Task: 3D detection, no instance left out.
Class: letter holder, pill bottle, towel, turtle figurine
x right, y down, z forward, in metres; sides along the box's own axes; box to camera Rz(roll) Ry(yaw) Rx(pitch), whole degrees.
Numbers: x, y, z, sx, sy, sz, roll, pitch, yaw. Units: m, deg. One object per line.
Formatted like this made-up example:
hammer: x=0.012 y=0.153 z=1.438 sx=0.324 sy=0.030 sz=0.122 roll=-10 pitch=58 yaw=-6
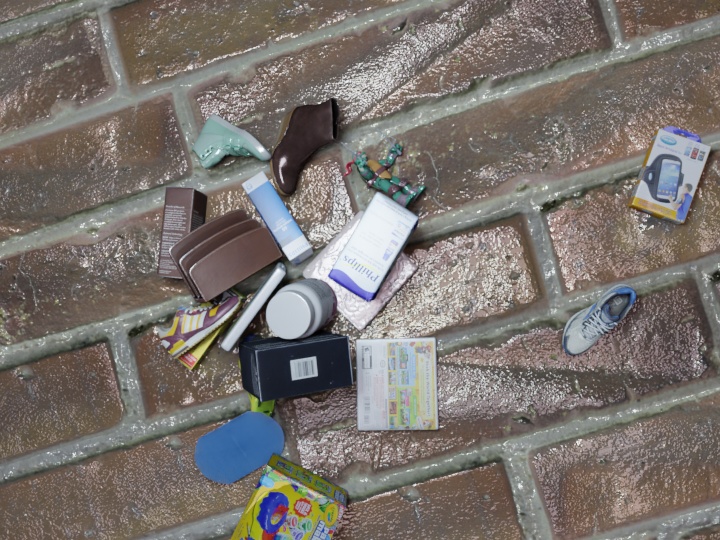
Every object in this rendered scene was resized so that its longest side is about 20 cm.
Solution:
letter holder: x=-0.296 y=-0.041 z=1.549 sx=0.199 sy=0.100 sz=0.143 roll=-32 pitch=102 yaw=-23
pill bottle: x=-0.124 y=0.081 z=1.507 sx=0.112 sy=0.200 sz=0.115 roll=1 pitch=95 yaw=12
towel: x=0.000 y=0.000 z=1.608 sx=0.191 sy=0.032 sz=0.200 roll=44 pitch=91 yaw=5
turtle figurine: x=0.046 y=-0.224 z=1.588 sx=0.200 sy=0.101 sz=0.150 roll=41 pitch=50 yaw=5

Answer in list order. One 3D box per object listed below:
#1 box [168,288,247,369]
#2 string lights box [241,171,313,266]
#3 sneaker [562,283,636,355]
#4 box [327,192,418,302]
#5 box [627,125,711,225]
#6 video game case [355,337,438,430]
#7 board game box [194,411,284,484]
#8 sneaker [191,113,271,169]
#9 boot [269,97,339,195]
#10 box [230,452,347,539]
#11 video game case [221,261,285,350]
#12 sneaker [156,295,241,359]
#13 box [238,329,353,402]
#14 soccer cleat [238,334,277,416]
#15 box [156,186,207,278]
box: x=-0.347 y=0.123 z=1.621 sx=0.075 sy=0.050 sz=0.201 roll=37 pitch=91 yaw=6
string lights box: x=-0.184 y=-0.112 z=1.594 sx=0.059 sy=0.103 sz=0.201 roll=-33 pitch=85 yaw=-5
sneaker: x=0.511 y=0.102 z=1.528 sx=0.077 sy=0.085 sz=0.200 roll=43 pitch=92 yaw=6
box: x=0.031 y=-0.045 z=1.500 sx=0.104 sy=0.184 sz=0.201 roll=31 pitch=91 yaw=4
box: x=0.677 y=-0.215 z=1.556 sx=0.118 sy=0.041 sz=0.202 roll=20 pitch=91 yaw=6
video game case: x=0.081 y=0.252 z=1.590 sx=0.179 sy=0.023 sz=0.203 roll=-2 pitch=85 yaw=5
board game box: x=-0.270 y=0.381 z=1.579 sx=0.198 sy=0.039 sz=0.159 roll=-29 pitch=123 yaw=-5
sneaker: x=-0.295 y=-0.263 z=1.615 sx=0.199 sy=0.074 sz=0.119 roll=31 pitch=85 yaw=28
boot: x=-0.121 y=-0.275 z=1.580 sx=0.165 sy=0.072 sz=0.203 roll=-6 pitch=77 yaw=42
box: x=-0.155 y=0.537 z=1.536 sx=0.191 sy=0.122 sz=0.202 roll=26 pitch=89 yaw=1
video game case: x=-0.227 y=0.073 z=1.541 sx=0.023 sy=0.182 sz=0.201 roll=37 pitch=90 yaw=-7
sneaker: x=-0.354 y=0.103 z=1.561 sx=0.199 sy=0.075 sz=0.090 roll=-38 pitch=89 yaw=1
box: x=-0.139 y=0.195 z=1.497 sx=0.197 sy=0.182 sz=0.106 roll=-7 pitch=93 yaw=-20
soccer cleat: x=-0.236 y=0.244 z=1.608 sx=0.083 sy=0.064 sz=0.203 roll=-1 pitch=96 yaw=43
box: x=-0.402 y=-0.082 z=1.615 sx=0.074 sy=0.100 sz=0.203 roll=6 pitch=87 yaw=5
